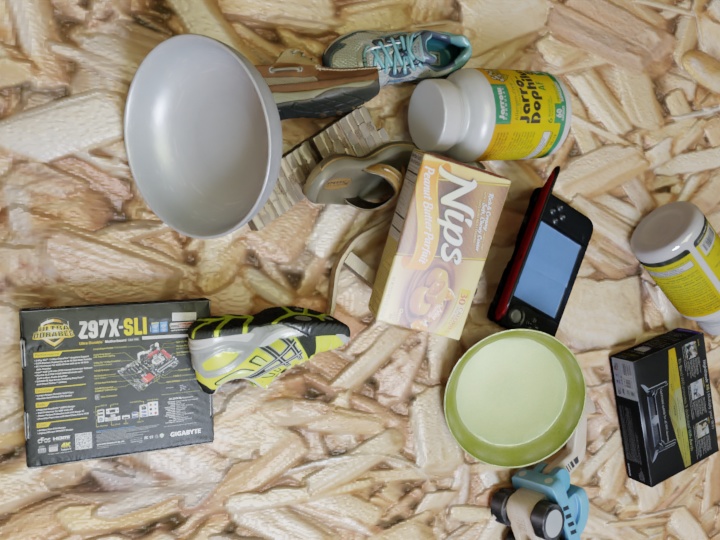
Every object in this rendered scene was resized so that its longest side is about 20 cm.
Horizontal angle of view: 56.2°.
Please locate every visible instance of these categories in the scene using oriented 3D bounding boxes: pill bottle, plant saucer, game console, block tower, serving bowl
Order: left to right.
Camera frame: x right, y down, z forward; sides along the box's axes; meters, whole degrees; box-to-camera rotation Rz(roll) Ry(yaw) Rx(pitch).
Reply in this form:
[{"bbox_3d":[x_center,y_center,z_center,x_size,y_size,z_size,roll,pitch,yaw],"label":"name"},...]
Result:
[{"bbox_3d":[-0.157,-0.140,0.713,0.065,0.196,0.206,-24,105,-60],"label":"serving bowl"},{"bbox_3d":[-0.061,-0.126,0.805,0.198,0.054,0.059,-36,106,-18],"label":"block tower"},{"bbox_3d":[0.162,-0.197,0.857,0.195,0.112,0.116,-7,96,-29],"label":"pill bottle"},{"bbox_3d":[0.208,0.171,0.921,0.194,0.031,0.206,-1,106,-3],"label":"plant saucer"},{"bbox_3d":[0.259,-0.010,0.917,0.170,0.118,0.204,26,84,-22],"label":"game console"},{"bbox_3d":[0.511,0.002,1.030,0.200,0.112,0.113,45,76,-19],"label":"pill bottle"}]

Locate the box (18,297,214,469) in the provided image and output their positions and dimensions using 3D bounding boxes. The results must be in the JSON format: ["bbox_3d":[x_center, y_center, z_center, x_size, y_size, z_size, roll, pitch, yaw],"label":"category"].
[{"bbox_3d":[-0.261,0.117,0.736,0.195,0.049,0.165,-3,92,-23],"label":"box"}]

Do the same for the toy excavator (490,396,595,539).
[{"bbox_3d":[0.283,0.304,0.971,0.198,0.099,0.199,-27,103,-34],"label":"toy excavator"}]

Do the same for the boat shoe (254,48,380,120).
[{"bbox_3d":[-0.076,-0.215,0.766,0.194,0.076,0.076,-10,86,-5],"label":"boat shoe"}]

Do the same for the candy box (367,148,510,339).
[{"bbox_3d":[0.092,-0.030,0.810,0.113,0.055,0.205,13,102,-16],"label":"candy box"}]

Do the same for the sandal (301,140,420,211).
[{"bbox_3d":[0.014,-0.103,0.803,0.198,0.081,0.054,-18,56,-47],"label":"sandal"}]

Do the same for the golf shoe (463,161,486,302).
[{"bbox_3d":[0.116,-0.048,0.877,0.090,0.072,0.206,11,89,-21],"label":"golf shoe"}]

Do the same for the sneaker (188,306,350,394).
[{"bbox_3d":[-0.102,0.088,0.770,0.195,0.075,0.079,-3,102,-30],"label":"sneaker"}]

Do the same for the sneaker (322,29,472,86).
[{"bbox_3d":[0.048,-0.268,0.827,0.195,0.086,0.080,-14,98,-22],"label":"sneaker"}]

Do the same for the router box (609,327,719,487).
[{"bbox_3d":[0.479,0.211,1.061,0.154,0.052,0.206,-15,99,-23],"label":"router box"}]

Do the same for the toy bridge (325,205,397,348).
[{"bbox_3d":[0.000,0.000,0.854,0.067,0.027,0.202,37,79,-19],"label":"toy bridge"}]
